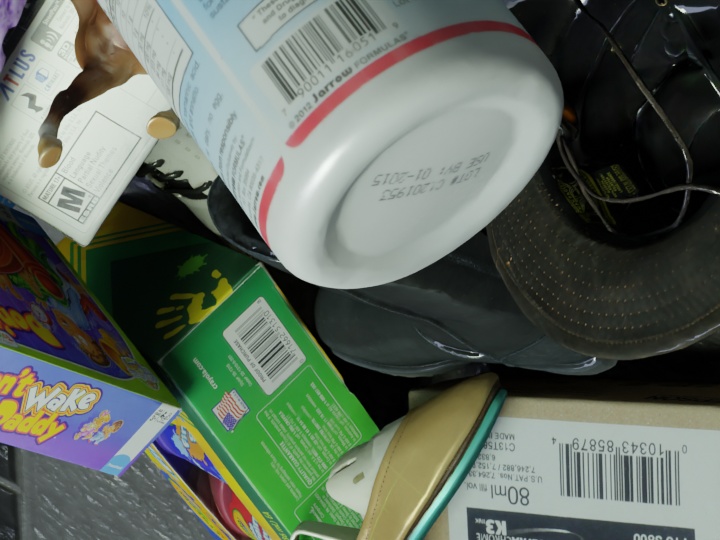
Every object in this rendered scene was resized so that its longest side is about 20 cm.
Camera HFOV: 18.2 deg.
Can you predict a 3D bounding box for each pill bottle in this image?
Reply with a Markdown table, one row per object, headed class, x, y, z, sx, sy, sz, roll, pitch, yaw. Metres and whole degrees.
| class | x | y | z | sx | sy | sz | roll | pitch | yaw |
| --- | --- | --- | --- | --- | --- | --- | --- | --- | --- |
| pill bottle | -0.029 | -0.099 | 0.756 | 0.200 | 0.109 | 0.109 | 55 | 154 | 25 |

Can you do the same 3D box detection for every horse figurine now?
| class | x | y | z | sx | sy | sz | roll | pitch | yaw |
| --- | --- | --- | --- | --- | --- | --- | --- | --- | --- |
| horse figurine | -0.045 | -0.082 | 0.846 | 0.200 | 0.133 | 0.050 | 5 | 129 | -12 |

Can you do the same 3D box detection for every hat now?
| class | x | y | z | sx | sy | sz | roll | pitch | yaw |
| --- | --- | --- | --- | --- | --- | --- | --- | --- | --- |
| hat | 0.128 | -0.064 | 0.832 | 0.081 | 0.201 | 0.200 | 5 | 165 | -38 |

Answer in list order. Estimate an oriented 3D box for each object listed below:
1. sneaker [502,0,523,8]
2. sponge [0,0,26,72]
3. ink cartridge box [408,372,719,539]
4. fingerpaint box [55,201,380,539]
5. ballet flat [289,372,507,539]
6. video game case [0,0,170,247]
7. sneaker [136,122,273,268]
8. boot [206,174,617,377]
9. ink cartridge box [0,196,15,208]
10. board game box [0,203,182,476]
| class | x | y | z | sx | sy | sz | roll | pitch | yaw |
| --- | --- | --- | --- | --- | --- | --- | --- | --- | --- |
| sneaker | 0.046 | -0.144 | 0.777 | 0.200 | 0.115 | 0.075 | -22 | 77 | 43 |
| sponge | -0.187 | -0.061 | 0.832 | 0.111 | 0.200 | 0.030 | 24 | -174 | 34 |
| ink cartridge box | 0.122 | 0.134 | 1.031 | 0.200 | 0.075 | 0.165 | 0 | 94 | 39 |
| fingerpaint box | -0.064 | 0.073 | 1.132 | 0.167 | 0.073 | 0.200 | 23 | 152 | 55 |
| ballet flat | 0.002 | 0.121 | 1.031 | 0.063 | 0.069 | 0.200 | 27 | 115 | 8 |
| video game case | -0.133 | -0.135 | 0.898 | 0.181 | 0.036 | 0.200 | 31 | 111 | -13 |
| sneaker | -0.097 | -0.068 | 1.030 | 0.074 | 0.080 | 0.200 | -10 | 129 | 43 |
| boot | 0.001 | 0.000 | 0.955 | 0.165 | 0.066 | 0.200 | -2 | 169 | 34 |
| ink cartridge box | -0.238 | -0.071 | 1.040 | 0.086 | 0.147 | 0.200 | 18 | 157 | 26 |
| board game box | -0.177 | 0.011 | 0.954 | 0.135 | 0.045 | 0.200 | 49 | -169 | 29 |
